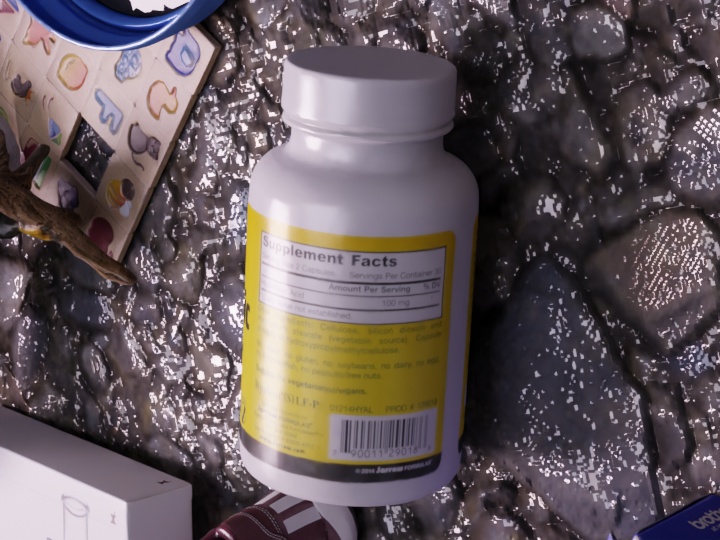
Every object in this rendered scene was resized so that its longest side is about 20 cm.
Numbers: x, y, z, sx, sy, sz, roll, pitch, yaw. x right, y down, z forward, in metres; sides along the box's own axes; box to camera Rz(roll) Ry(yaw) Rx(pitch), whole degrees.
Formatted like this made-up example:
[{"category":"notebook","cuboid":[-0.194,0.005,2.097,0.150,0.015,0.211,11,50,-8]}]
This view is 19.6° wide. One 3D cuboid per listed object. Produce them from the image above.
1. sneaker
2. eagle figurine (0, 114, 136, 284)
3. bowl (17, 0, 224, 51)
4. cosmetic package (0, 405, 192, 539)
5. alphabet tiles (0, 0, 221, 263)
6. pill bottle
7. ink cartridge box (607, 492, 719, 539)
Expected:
[{"category":"sneaker","cuboid":[-0.078,0.200,1.107,0.075,0.115,0.202,32,120,32]},{"category":"eagle figurine","cuboid":[-0.254,0.011,1.169,0.200,0.151,0.152,-39,82,23]},{"category":"bowl","cuboid":[-0.125,-0.217,1.091,0.199,0.039,0.203,8,103,38]},{"category":"cosmetic package","cuboid":[-0.174,0.176,1.216,0.199,0.051,0.152,14,107,46]},{"category":"alphabet tiles","cuboid":[-0.154,-0.124,1.168,0.167,0.008,0.201,46,126,24]},{"category":"pill bottle","cuboid":[0.000,0.000,0.992,0.111,0.111,0.202,17,111,38]},{"category":"ink cartridge box","cuboid":[0.167,0.195,0.914,0.199,0.076,0.137,34,121,29]}]
